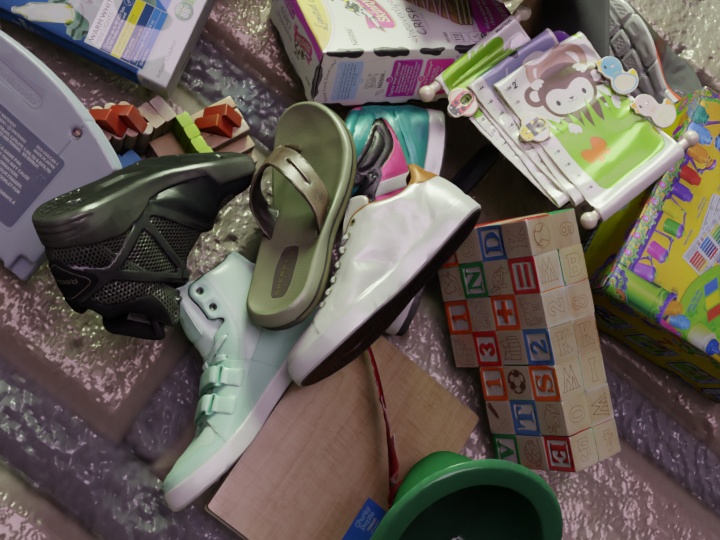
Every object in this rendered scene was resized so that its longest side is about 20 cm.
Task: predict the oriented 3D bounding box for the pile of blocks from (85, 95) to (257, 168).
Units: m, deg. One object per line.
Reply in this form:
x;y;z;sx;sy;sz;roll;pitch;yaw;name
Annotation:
-0.176;-0.102;0.894;0.198;0.062;0.083;-5;73;-21;pile of blocks

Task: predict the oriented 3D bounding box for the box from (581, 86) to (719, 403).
0.310;-0.015;0.977;0.192;0.122;0.201;32;79;-6;box

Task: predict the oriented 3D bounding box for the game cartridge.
-0.285;-0.107;0.841;0.200;0.041;0.133;42;96;-2;game cartridge

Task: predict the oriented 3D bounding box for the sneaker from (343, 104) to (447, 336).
0.001;-0.052;0.928;0.120;0.084;0.202;11;73;-11;sneaker

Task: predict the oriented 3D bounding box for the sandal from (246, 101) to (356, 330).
-0.052;-0.052;0.845;0.057;0.079;0.202;41;45;-41;sandal

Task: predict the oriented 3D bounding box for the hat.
0.051;0.175;0.886;0.165;0.176;0.201;14;106;-26;hat

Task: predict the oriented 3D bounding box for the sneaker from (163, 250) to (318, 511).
-0.119;0.077;0.844;0.118;0.074;0.201;37;58;-6;sneaker

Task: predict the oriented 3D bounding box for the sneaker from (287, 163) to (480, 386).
0.000;0.000;0.856;0.085;0.073;0.200;39;71;13;sneaker

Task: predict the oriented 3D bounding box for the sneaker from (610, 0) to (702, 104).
0.292;-0.185;1.096;0.082;0.077;0.201;-30;88;-46;sneaker

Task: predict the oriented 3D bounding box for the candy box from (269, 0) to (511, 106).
0.033;-0.214;0.983;0.199;0.061;0.137;-7;50;-21;candy box

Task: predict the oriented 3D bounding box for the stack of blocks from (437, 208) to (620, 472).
0.133;0.058;0.910;0.058;0.115;0.202;-14;93;-37;stack of blocks

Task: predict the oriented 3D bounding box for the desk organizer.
0.183;-0.170;1.037;0.071;0.077;0.202;11;68;-15;desk organizer

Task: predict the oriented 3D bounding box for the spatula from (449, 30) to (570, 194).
0.126;-0.119;0.972;0.056;0.021;0.200;43;103;15;spatula

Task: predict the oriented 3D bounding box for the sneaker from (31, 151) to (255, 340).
-0.148;-0.022;0.826;0.199;0.076;0.115;-37;124;-50;sneaker

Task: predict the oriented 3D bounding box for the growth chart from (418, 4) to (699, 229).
0.167;-0.131;0.918;0.200;0.018;0.145;42;78;11;growth chart

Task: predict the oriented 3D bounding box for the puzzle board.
-0.010;0.151;0.883;0.150;0.017;0.200;40;64;-10;puzzle board

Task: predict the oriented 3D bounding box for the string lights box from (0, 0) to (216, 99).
-0.226;-0.232;0.903;0.199;0.059;0.103;25;87;-6;string lights box
